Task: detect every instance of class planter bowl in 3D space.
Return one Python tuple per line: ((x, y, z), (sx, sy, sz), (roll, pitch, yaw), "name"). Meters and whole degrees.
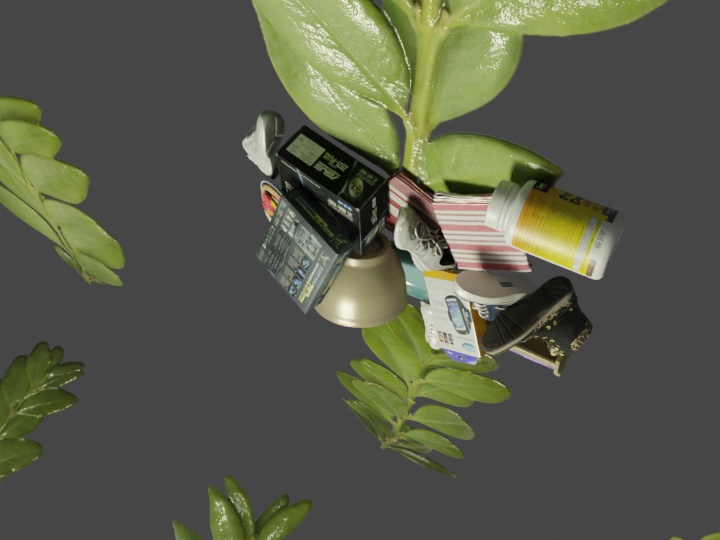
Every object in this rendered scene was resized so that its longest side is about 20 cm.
((0.000, 0.000, 1.627), (0.199, 0.200, 0.136), (20, 127, 25), "planter bowl")

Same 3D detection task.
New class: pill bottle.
((0.298, -0.070, 1.253), (0.198, 0.110, 0.110), (23, 156, 18), "pill bottle")

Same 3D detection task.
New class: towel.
((0.083, -0.118, 1.538), (0.143, 0.023, 0.200), (36, 158, -15), "towel")
((0.219, -0.067, 1.433), (0.145, 0.030, 0.201), (5, 144, 29), "towel")

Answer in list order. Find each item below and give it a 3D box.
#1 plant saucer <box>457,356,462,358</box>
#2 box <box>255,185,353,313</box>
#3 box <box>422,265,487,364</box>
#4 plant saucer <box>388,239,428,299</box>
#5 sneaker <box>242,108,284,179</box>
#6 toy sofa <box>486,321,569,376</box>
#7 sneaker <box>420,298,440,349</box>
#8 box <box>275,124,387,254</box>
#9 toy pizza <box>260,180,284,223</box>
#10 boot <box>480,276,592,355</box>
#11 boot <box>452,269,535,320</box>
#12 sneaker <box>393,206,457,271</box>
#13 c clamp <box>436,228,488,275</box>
((0.210, 0.095, 1.642), (0.070, 0.019, 0.201), (45, 142, 28), "plant saucer")
((-0.110, -0.036, 1.528), (0.158, 0.051, 0.201), (47, 141, 14), "box")
((0.194, 0.087, 1.609), (0.119, 0.041, 0.202), (11, 122, 52), "box")
((0.106, -0.004, 1.727), (0.199, 0.028, 0.201), (26, 156, 13), "plant saucer")
((-0.191, -0.247, 1.554), (0.080, 0.071, 0.201), (31, 158, 8), "sneaker")
((0.333, 0.140, 1.665), (0.198, 0.083, 0.098), (22, 155, 20), "toy sofa")
((0.171, 0.118, 1.749), (0.077, 0.101, 0.200), (2, 166, 13), "sneaker")
((-0.052, -0.149, 1.516), (0.199, 0.086, 0.164), (35, 159, 17), "box")
((-0.150, -0.091, 1.633), (0.201, 0.032, 0.201), (50, 164, 20), "toy pizza")
((0.335, 0.115, 1.512), (0.151, 0.200, 0.073), (44, -172, -41), "boot")
((0.232, 0.056, 1.495), (0.198, 0.073, 0.091), (4, 134, -36), "boot")
((0.124, -0.060, 1.509), (0.081, 0.076, 0.200), (6, 161, 29), "sneaker")
((0.219, -0.017, 1.561), (0.170, 0.027, 0.201), (26, 156, 13), "c clamp")
